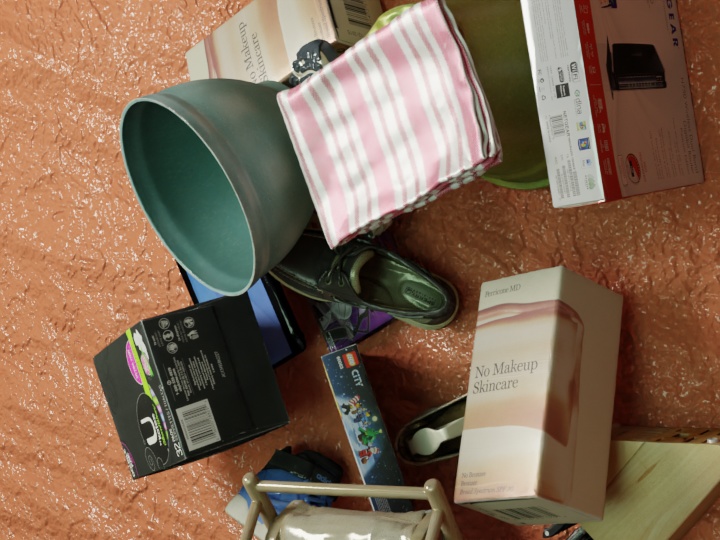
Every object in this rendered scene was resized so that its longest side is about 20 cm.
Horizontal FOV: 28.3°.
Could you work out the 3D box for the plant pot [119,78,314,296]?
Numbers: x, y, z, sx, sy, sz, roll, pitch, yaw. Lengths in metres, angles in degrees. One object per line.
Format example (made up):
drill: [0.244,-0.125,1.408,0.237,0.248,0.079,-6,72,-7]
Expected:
plant pot: [-0.112,-0.096,1.331,0.200,0.134,0.201,38,146,32]

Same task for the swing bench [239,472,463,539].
swing bench: [0.007,0.280,1.244,0.197,0.200,0.131,-2,54,30]

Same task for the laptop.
laptop: [-0.136,0.020,1.500,0.103,0.200,0.179,-25,80,-2]

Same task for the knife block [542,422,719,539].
knife block: [0.254,0.227,1.251,0.199,0.064,0.178,-3,95,38]

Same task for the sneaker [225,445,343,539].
sneaker: [-0.052,0.243,1.453,0.112,0.077,0.199,-52,31,-11]

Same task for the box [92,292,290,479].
box: [-0.182,0.124,1.499,0.200,0.123,0.150,-29,78,63]

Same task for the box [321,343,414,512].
box: [0.012,0.177,1.394,0.037,0.137,0.202,-19,84,-2]

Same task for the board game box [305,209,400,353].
board game box: [-0.024,-0.029,1.456,0.120,0.032,0.201,-32,77,33]

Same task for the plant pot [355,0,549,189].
plant pot: [0.094,-0.164,1.240,0.199,0.183,0.203,7,102,38]

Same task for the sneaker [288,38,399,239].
sneaker: [-0.001,-0.135,1.355,0.077,0.086,0.201,28,144,54]

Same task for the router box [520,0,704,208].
router box: [0.205,-0.160,1.157,0.049,0.179,0.202,-8,92,39]

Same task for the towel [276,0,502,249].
towel: [0.017,-0.119,1.172,0.199,0.030,0.148,-26,80,38]

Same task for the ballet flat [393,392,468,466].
ballet flat: [0.109,0.145,1.350,0.199,0.067,0.069,-31,77,37]

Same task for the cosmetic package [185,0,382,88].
cosmetic package: [-0.073,-0.215,1.417,0.199,0.087,0.104,-31,67,37]

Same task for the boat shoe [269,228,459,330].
boat shoe: [0.000,0.001,1.369,0.199,0.066,0.072,20,79,7]

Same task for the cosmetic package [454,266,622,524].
cosmetic package: [0.154,0.110,1.231,0.103,0.087,0.202,-16,58,47]
